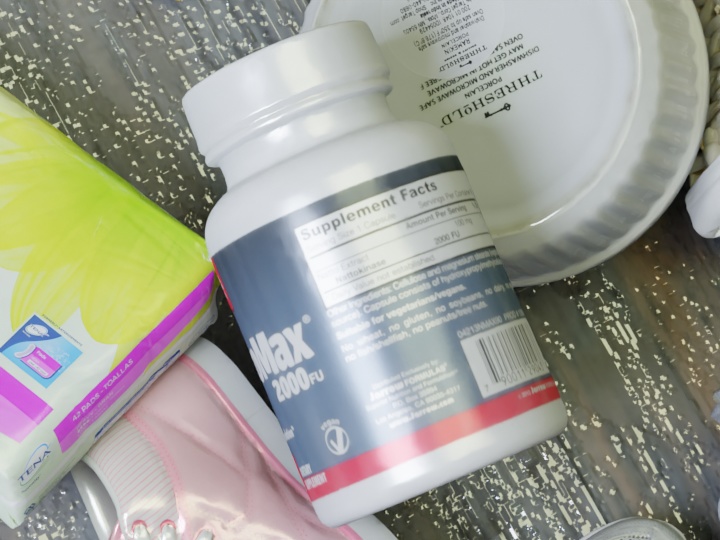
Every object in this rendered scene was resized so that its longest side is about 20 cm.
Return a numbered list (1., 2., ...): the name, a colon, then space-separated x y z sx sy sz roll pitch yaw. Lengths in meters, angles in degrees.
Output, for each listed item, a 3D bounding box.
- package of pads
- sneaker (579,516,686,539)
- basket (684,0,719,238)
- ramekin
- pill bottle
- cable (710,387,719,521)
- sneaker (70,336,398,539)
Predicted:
1. package of pads: -0.179 -0.002 1.167 0.200 0.068 0.155 35 63 16
2. sneaker: 0.092 0.187 1.187 0.075 0.082 0.200 45 65 4
3. basket: 0.265 -0.099 1.267 0.200 0.136 0.123 -1 66 -16
4. ramekin: 0.062 -0.091 1.222 0.200 0.105 0.200 0 90 14
5. pill bottle: 0.000 0.000 1.123 0.120 0.120 0.200 -21 85 -22
6. cable: 0.266 0.121 1.197 0.200 0.200 0.069 34 71 -15
7. sneaker: -0.054 0.131 1.171 0.105 0.075 0.200 -35 75 -29
